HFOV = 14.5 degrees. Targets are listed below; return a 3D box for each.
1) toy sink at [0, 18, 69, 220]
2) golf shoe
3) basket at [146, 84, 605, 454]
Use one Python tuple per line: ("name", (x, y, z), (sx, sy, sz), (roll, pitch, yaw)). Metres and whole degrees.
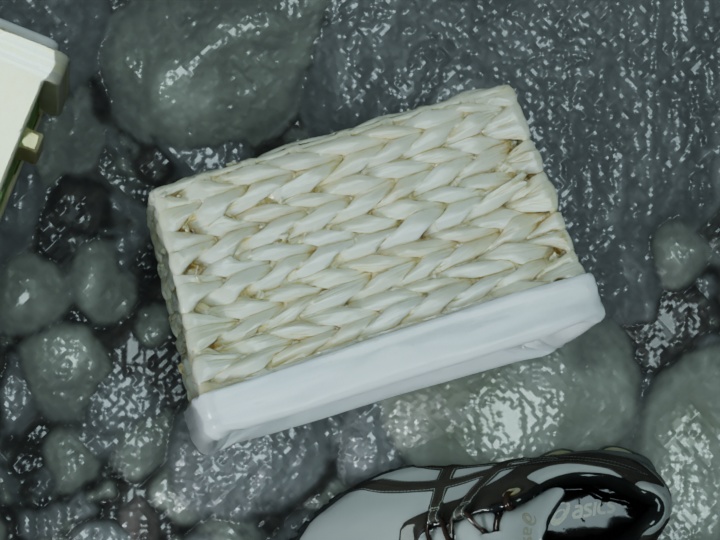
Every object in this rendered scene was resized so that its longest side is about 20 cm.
("toy sink", (-0.205, -0.073, 1.341), (0.111, 0.130, 0.201), (21, 83, -5))
("golf shoe", (0.056, 0.127, 1.378), (0.199, 0.094, 0.078), (-16, 90, -6))
("basket", (0.000, 0.000, 1.361), (0.199, 0.136, 0.124), (-16, 84, -7))
